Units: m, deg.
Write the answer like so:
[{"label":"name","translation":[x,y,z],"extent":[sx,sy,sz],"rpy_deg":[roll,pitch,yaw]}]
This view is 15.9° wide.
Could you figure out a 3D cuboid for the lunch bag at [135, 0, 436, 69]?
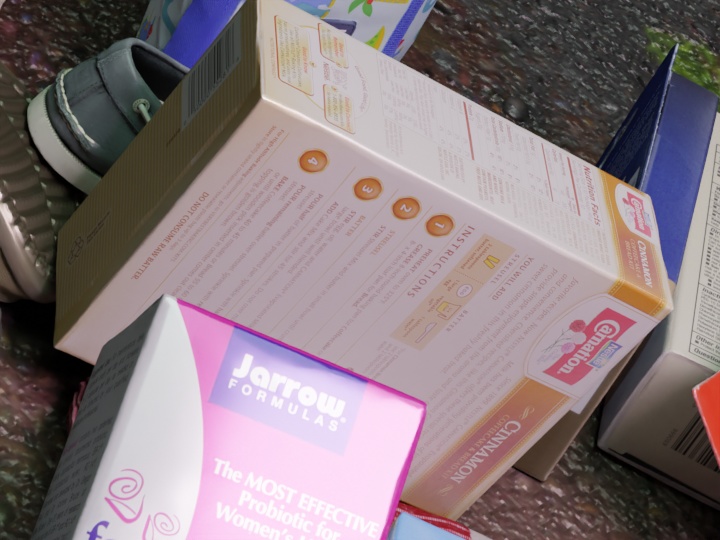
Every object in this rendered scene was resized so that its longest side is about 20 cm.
[{"label":"lunch bag","translation":[-0.030,-0.142,1.195],"extent":[0.127,0.170,0.200],"rpy_deg":[38,37,10]}]

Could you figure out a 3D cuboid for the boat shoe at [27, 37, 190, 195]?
[{"label":"boat shoe","translation":[-0.050,-0.042,1.129],"extent":[0.199,0.062,0.073],"rpy_deg":[26,34,-36]}]

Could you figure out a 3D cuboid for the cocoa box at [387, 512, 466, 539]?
[{"label":"cocoa box","translation":[0.030,0.211,0.868],"extent":[0.133,0.131,0.201],"rpy_deg":[24,41,-9]}]

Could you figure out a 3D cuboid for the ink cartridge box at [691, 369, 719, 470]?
[{"label":"ink cartridge box","translation":[0.233,0.107,1.121],"extent":[0.173,0.043,0.201],"rpy_deg":[-29,100,-49]}]

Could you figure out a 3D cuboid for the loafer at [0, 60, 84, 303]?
[{"label":"loafer","translation":[-0.185,-0.067,1.092],"extent":[0.201,0.068,0.076],"rpy_deg":[60,25,9]}]

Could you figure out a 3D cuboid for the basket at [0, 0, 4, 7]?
[{"label":"basket","translation":[-0.212,-0.247,1.195],"extent":[0.197,0.161,0.201],"rpy_deg":[22,38,-12]}]

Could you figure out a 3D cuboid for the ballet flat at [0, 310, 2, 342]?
[{"label":"ballet flat","translation":[-0.217,-0.022,1.016],"extent":[0.200,0.069,0.068],"rpy_deg":[36,38,7]}]

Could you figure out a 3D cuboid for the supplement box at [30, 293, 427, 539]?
[{"label":"supplement box","translation":[-0.065,0.124,0.856],"extent":[0.101,0.103,0.201],"rpy_deg":[22,72,-11]}]

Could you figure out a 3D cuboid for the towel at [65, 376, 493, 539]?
[{"label":"towel","translation":[-0.019,0.100,0.998],"extent":[0.199,0.023,0.144],"rpy_deg":[22,8,-12]}]

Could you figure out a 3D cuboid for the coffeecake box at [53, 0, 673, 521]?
[{"label":"coffeecake box","translation":[0.000,0.000,1.044],"extent":[0.199,0.154,0.073],"rpy_deg":[26,36,-25]}]

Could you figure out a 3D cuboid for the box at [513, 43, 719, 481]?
[{"label":"box","translation":[0.118,-0.009,1.187],"extent":[0.032,0.121,0.200],"rpy_deg":[26,38,-5]}]

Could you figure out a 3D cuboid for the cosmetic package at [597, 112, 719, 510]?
[{"label":"cosmetic package","translation":[0.182,0.021,1.238],"extent":[0.105,0.071,0.200],"rpy_deg":[27,38,-6]}]
